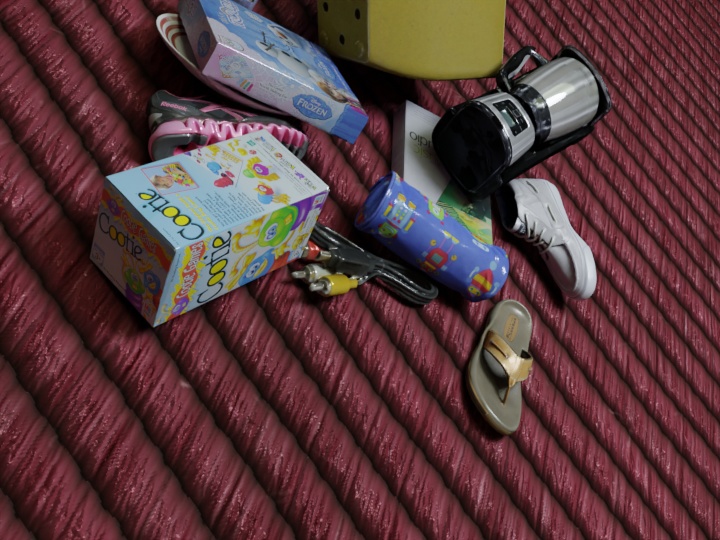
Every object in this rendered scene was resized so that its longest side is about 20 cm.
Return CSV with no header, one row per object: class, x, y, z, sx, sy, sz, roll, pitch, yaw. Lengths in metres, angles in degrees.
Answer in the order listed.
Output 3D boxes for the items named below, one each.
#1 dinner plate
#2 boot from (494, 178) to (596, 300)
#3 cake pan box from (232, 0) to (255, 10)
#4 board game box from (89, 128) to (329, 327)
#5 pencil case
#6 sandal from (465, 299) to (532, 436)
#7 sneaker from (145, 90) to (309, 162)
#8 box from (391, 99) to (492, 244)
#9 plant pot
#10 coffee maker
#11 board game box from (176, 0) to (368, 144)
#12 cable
dinner plate,-0.150,-0.234,0.982,0.199,0.024,0.201,29,25,-15
boot,0.245,-0.046,1.158,0.095,0.074,0.201,4,50,-28
cake pan box,-0.113,-0.423,1.064,0.052,0.184,0.201,27,48,-12
board game box,-0.144,-0.047,0.818,0.105,0.103,0.199,43,42,19
pencil case,0.088,-0.039,1.008,0.199,0.078,0.087,32,35,-21
sandal,0.177,0.102,1.003,0.080,0.054,0.201,35,45,-11
sneaker,-0.149,-0.161,0.939,0.199,0.079,0.096,1,49,-38
box,0.108,-0.123,1.124,0.143,0.036,0.201,22,50,-23
plant pot,0.053,-0.350,1.098,0.199,0.196,0.195,-19,32,-32
coffee maker,0.205,-0.177,1.111,0.199,0.193,0.135,-29,59,-26
board game box,-0.105,-0.246,0.981,0.198,0.044,0.201,19,27,-32
cable,0.000,0.000,0.968,0.199,0.050,0.097,16,34,-44
